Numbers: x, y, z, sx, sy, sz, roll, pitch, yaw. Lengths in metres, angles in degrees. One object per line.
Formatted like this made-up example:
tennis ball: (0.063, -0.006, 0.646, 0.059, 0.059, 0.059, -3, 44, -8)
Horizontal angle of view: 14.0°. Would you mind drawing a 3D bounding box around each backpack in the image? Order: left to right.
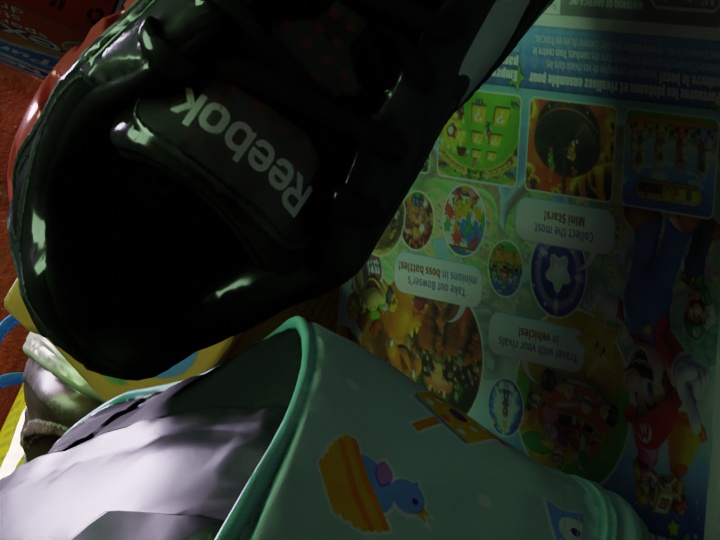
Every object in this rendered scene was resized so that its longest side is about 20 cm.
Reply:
backpack: (-0.023, 0.106, 0.591, 0.176, 0.153, 0.200, -60, 4, -23)

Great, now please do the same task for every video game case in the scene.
video game case: (0.043, -0.036, 0.638, 0.143, 0.018, 0.200, 13, 101, 55)

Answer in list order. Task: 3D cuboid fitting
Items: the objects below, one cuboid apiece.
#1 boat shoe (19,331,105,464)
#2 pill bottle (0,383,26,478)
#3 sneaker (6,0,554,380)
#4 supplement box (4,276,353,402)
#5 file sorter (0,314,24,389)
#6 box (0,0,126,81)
boat shoe: (-0.065, 0.057, 0.849, 0.202, 0.075, 0.075, 96, -168, -87)
pill bottle: (-0.085, 0.092, 1.065, 0.200, 0.114, 0.114, -67, 9, -27)
sneaker: (-0.002, -0.052, 0.575, 0.200, 0.071, 0.098, -46, 13, 22)
supplement box: (0.000, 0.000, 0.781, 0.200, 0.067, 0.069, -9, -42, -56)
file sorter: (-0.127, 0.132, 1.236, 0.200, 0.123, 0.139, 112, 179, -49)
box: (-0.055, -0.148, 0.699, 0.095, 0.100, 0.200, 173, 119, -75)
